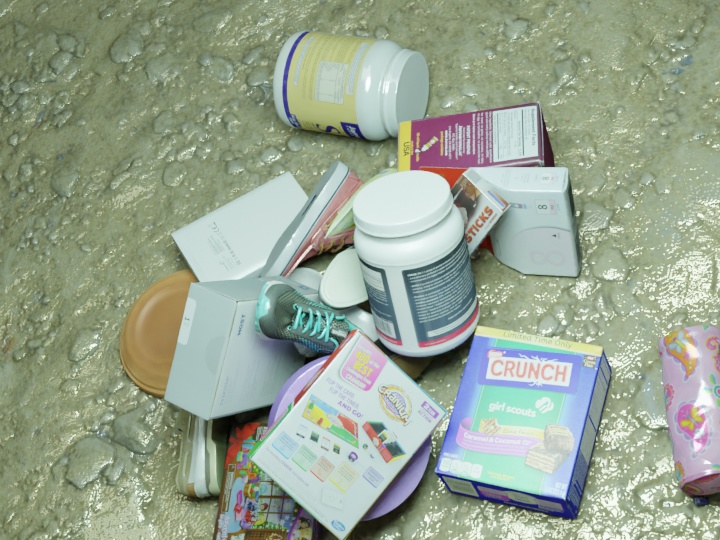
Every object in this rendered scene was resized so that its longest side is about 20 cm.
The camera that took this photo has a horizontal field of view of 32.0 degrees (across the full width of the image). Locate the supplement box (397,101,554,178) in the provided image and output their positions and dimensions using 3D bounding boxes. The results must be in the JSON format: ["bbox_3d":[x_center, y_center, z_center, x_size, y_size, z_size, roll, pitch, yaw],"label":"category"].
[{"bbox_3d":[0.160,-0.141,1.711,0.197,0.131,0.104,-6,59,15],"label":"supplement box"}]

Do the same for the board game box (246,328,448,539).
[{"bbox_3d":[-0.015,0.195,1.498,0.153,0.040,0.200,43,81,-6],"label":"board game box"}]

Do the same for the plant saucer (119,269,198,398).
[{"bbox_3d":[-0.256,0.083,1.785,0.197,0.038,0.203,-8,60,14],"label":"plant saucer"}]

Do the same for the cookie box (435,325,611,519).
[{"bbox_3d":[0.203,0.184,1.546,0.169,0.075,0.202,8,64,24],"label":"cookie box"}]

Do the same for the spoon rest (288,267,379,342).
[{"bbox_3d":[-0.048,0.055,1.715,0.198,0.061,0.100,19,69,26],"label":"spoon rest"}]

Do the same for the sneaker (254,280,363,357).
[{"bbox_3d":[-0.059,0.064,1.567,0.090,0.200,0.079,7,81,28],"label":"sneaker"}]

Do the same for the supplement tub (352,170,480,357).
[{"bbox_3d":[0.069,-0.007,1.572,0.138,0.202,0.141,-10,33,6],"label":"supplement tub"}]

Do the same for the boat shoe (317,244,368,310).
[{"bbox_3d":[0.000,0.000,1.686,0.073,0.062,0.200,45,46,-1],"label":"boat shoe"}]

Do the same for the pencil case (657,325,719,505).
[{"bbox_3d":[0.405,0.168,1.484,0.086,0.088,0.202,-10,60,13],"label":"pencil case"}]

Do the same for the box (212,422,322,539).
[{"bbox_3d":[-0.114,0.295,1.614,0.135,0.039,0.202,-2,61,17],"label":"box"}]

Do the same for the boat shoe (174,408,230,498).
[{"bbox_3d":[-0.215,0.202,1.678,0.067,0.075,0.203,-9,64,15],"label":"boat shoe"}]

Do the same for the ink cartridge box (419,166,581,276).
[{"bbox_3d":[0.183,-0.064,1.641,0.197,0.163,0.058,-1,49,18],"label":"ink cartridge box"}]

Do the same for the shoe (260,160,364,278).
[{"bbox_3d":[-0.051,-0.047,1.745,0.201,0.091,0.071,-56,16,-13],"label":"shoe"}]

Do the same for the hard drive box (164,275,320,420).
[{"bbox_3d":[-0.147,0.095,1.613,0.076,0.199,0.158,20,101,27],"label":"hard drive box"}]

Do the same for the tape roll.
[{"bbox_3d":[-0.015,0.205,1.551,0.197,0.066,0.203,1,87,-11],"label":"tape roll"}]

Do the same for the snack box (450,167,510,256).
[{"bbox_3d":[0.119,-0.044,1.636,0.072,0.201,0.024,43,47,8],"label":"snack box"}]

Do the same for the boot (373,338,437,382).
[{"bbox_3d":[0.062,0.116,1.646,0.198,0.076,0.074,-25,27,-10],"label":"boot"}]

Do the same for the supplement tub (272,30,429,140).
[{"bbox_3d":[-0.013,-0.269,1.834,0.198,0.146,0.147,12,66,24],"label":"supplement tub"}]

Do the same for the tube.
[{"bbox_3d":[0.011,-0.091,1.666,0.051,0.200,0.059,5,106,20],"label":"tube"}]

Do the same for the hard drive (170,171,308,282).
[{"bbox_3d":[-0.158,-0.051,1.809,0.198,0.026,0.132,-28,56,-12],"label":"hard drive"}]
